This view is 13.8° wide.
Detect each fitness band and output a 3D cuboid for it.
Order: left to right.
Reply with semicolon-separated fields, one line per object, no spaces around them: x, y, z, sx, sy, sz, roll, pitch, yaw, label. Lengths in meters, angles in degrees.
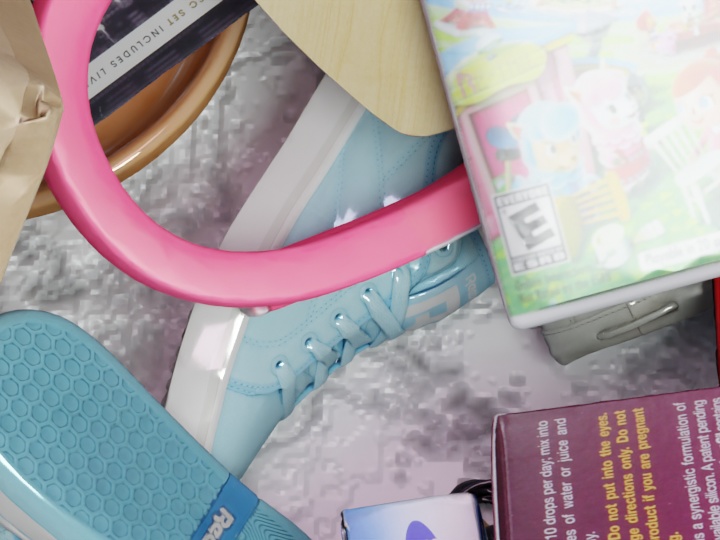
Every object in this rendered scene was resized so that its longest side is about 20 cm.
-0.013;-0.069;0.963;0.200;0.037;0.144;-24;94;-19;fitness band

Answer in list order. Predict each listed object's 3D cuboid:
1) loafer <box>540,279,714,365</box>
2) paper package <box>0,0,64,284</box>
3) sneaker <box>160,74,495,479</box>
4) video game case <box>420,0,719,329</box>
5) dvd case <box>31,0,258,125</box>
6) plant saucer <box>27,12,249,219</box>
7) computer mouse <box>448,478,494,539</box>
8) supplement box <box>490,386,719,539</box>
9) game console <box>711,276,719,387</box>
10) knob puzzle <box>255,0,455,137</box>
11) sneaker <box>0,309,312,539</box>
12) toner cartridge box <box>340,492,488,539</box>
0.153;-0.013;1.008;0.200;0.070;0.070;-10;96;0;loafer
-0.174;-0.015;0.890;0.103;0.200;0.191;17;109;-19;paper package
0.000;0.000;1.009;0.082;0.074;0.200;25;76;11;sneaker
0.119;-0.094;0.909;0.200;0.022;0.182;-15;97;2;video game case
-0.133;-0.129;0.966;0.149;0.200;0.016;-36;29;11;dvd case
-0.135;-0.104;1.087;0.200;0.037;0.200;-2;66;6;plant saucer
0.088;0.146;0.962;0.059;0.034;0.200;-31;60;-7;computer mouse
0.145;0.108;0.866;0.200;0.131;0.103;-7;35;5;supplement box
0.214;0.048;0.956;0.200;0.119;0.172;-2;56;4;game console
0.034;-0.141;0.932;0.220;0.030;0.220;0;103;-2;knob puzzle
-0.088;0.108;0.974;0.200;0.131;0.080;52;48;-11;sneaker
0.032;0.175;0.902;0.043;0.095;0.200;-9;74;2;toner cartridge box
